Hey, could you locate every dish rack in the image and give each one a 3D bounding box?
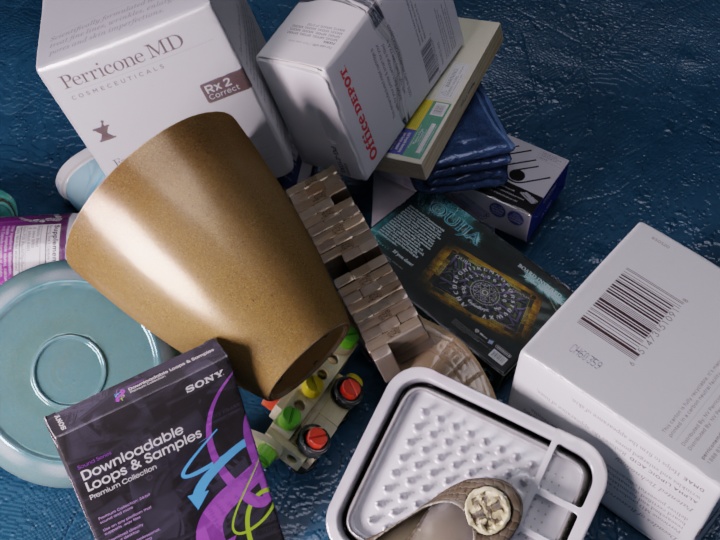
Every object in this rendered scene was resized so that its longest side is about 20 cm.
[{"bbox_3d":[0.088,0.191,0.951,0.199,0.044,0.172,25,83,17],"label":"dish rack"}]

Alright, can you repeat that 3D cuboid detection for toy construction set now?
[{"bbox_3d":[-0.073,0.106,1.013,0.131,0.092,0.200,36,63,2],"label":"toy construction set"}]

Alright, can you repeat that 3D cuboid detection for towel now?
[{"bbox_3d":[0.082,-0.166,1.187,0.111,0.049,0.201,-10,50,-8],"label":"towel"}]

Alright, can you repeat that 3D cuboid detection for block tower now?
[{"bbox_3d":[0.000,0.000,1.039,0.058,0.054,0.201,-27,60,1],"label":"block tower"}]

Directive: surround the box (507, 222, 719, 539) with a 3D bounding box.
[{"bbox_3d":[0.263,0.101,1.001,0.200,0.131,0.199,34,58,22],"label":"box"}]

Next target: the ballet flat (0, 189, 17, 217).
[{"bbox_3d":[-0.443,-0.035,1.143,0.199,0.068,0.070,-22,31,-18],"label":"ballet flat"}]

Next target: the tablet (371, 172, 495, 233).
[{"bbox_3d":[0.076,-0.047,1.189,0.129,0.014,0.201,2,51,1],"label":"tablet"}]

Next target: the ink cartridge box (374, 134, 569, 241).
[{"bbox_3d":[0.109,-0.112,1.203,0.199,0.044,0.094,25,54,19],"label":"ink cartridge box"}]

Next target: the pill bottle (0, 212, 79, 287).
[{"bbox_3d":[-0.301,0.003,1.076,0.199,0.113,0.113,-3,52,-5],"label":"pill bottle"}]

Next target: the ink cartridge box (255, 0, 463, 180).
[{"bbox_3d":[0.005,-0.209,1.080,0.084,0.145,0.200,17,60,31],"label":"ink cartridge box"}]

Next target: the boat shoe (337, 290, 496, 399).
[{"bbox_3d":[0.054,0.084,1.051,0.072,0.065,0.200,-45,63,-7],"label":"boat shoe"}]

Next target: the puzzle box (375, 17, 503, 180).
[{"bbox_3d":[0.047,-0.183,1.159,0.132,0.025,0.201,15,60,27],"label":"puzzle box"}]

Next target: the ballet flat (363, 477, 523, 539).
[{"bbox_3d":[0.037,0.224,0.907,0.199,0.046,0.068,-26,72,6],"label":"ballet flat"}]

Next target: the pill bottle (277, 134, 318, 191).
[{"bbox_3d":[-0.102,-0.093,1.158,0.110,0.111,0.201,7,52,4],"label":"pill bottle"}]

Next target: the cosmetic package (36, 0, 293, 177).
[{"bbox_3d":[-0.176,-0.186,1.053,0.164,0.200,0.166,-19,46,8],"label":"cosmetic package"}]

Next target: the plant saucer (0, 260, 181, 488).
[{"bbox_3d":[-0.254,0.089,1.000,0.199,0.027,0.202,1,82,-9],"label":"plant saucer"}]

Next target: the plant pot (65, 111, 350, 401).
[{"bbox_3d":[-0.109,0.005,0.945,0.186,0.187,0.200,-37,75,-26],"label":"plant pot"}]

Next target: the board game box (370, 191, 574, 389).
[{"bbox_3d":[0.098,0.010,1.114,0.200,0.028,0.135,39,54,19],"label":"board game box"}]

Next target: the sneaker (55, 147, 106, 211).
[{"bbox_3d":[-0.217,-0.117,1.204,0.200,0.074,0.082,-38,62,-14],"label":"sneaker"}]

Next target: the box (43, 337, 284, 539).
[{"bbox_3d":[-0.147,0.168,0.897,0.142,0.201,0.036,-26,32,-20],"label":"box"}]
